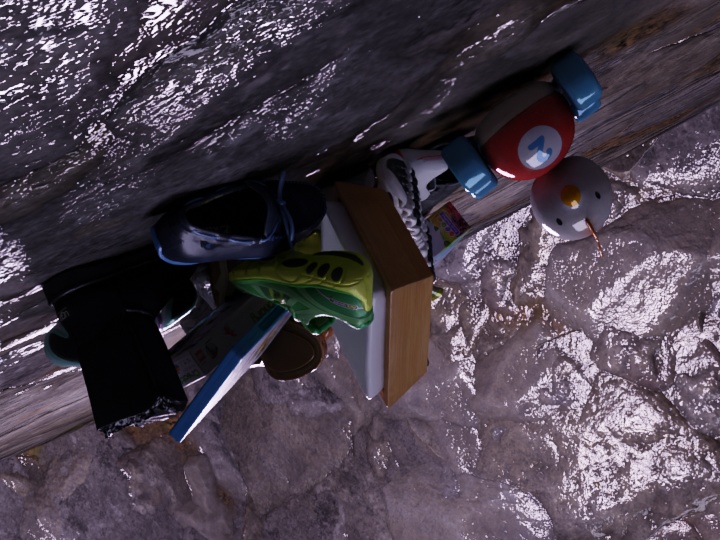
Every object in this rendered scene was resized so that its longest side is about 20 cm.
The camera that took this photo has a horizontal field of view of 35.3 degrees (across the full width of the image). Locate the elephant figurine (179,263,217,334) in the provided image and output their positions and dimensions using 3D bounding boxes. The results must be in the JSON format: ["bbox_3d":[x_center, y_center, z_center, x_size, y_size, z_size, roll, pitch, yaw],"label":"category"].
[{"bbox_3d":[-0.159,0.042,1.538,0.156,0.141,0.201,-56,-179,-40],"label":"elephant figurine"}]

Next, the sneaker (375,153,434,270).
[{"bbox_3d":[0.035,-0.053,1.285,0.079,0.076,0.201,-5,144,9],"label":"sneaker"}]

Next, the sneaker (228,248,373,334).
[{"bbox_3d":[-0.063,0.023,1.129,0.074,0.085,0.198,-28,-157,-36],"label":"sneaker"}]

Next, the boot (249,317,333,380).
[{"bbox_3d":[-0.071,0.086,1.405,0.154,0.078,0.198,-16,179,-43],"label":"boot"}]

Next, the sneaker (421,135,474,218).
[{"bbox_3d":[0.074,-0.109,1.439,0.198,0.071,0.099,-34,171,19],"label":"sneaker"}]

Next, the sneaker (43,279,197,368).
[{"bbox_3d":[-0.300,0.075,1.379,0.198,0.079,0.140,-23,174,-31],"label":"sneaker"}]

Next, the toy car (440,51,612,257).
[{"bbox_3d":[0.223,-0.104,1.272,0.183,0.201,0.177,-36,174,9],"label":"toy car"}]

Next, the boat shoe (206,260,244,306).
[{"bbox_3d":[-0.146,0.000,1.326,0.064,0.075,0.200,-8,176,-6],"label":"boat shoe"}]

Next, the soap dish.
[{"bbox_3d":[0.017,0.024,1.212,0.080,0.159,0.202,-17,141,-14],"label":"soap dish"}]

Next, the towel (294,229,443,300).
[{"bbox_3d":[0.000,0.000,1.323,0.198,0.018,0.085,26,148,-33],"label":"towel"}]

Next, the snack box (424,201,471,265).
[{"bbox_3d":[0.054,0.001,1.532,0.142,0.053,0.200,-39,173,-28],"label":"snack box"}]

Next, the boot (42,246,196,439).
[{"bbox_3d":[-0.219,0.069,1.168,0.076,0.171,0.199,-26,176,37],"label":"boot"}]

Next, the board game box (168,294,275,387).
[{"bbox_3d":[-0.167,0.076,1.305,0.125,0.035,0.200,-28,-170,40],"label":"board game box"}]

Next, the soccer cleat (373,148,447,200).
[{"bbox_3d":[0.046,-0.098,1.378,0.084,0.070,0.200,-11,167,-16],"label":"soccer cleat"}]

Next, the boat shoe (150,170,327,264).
[{"bbox_3d":[-0.101,-0.046,1.076,0.198,0.085,0.068,-24,174,-42],"label":"boat shoe"}]

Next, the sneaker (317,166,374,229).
[{"bbox_3d":[-0.013,-0.067,1.349,0.069,0.081,0.200,-22,173,-13],"label":"sneaker"}]

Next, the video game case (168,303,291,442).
[{"bbox_3d":[-0.121,0.087,1.215,0.144,0.018,0.200,-52,178,32],"label":"video game case"}]
